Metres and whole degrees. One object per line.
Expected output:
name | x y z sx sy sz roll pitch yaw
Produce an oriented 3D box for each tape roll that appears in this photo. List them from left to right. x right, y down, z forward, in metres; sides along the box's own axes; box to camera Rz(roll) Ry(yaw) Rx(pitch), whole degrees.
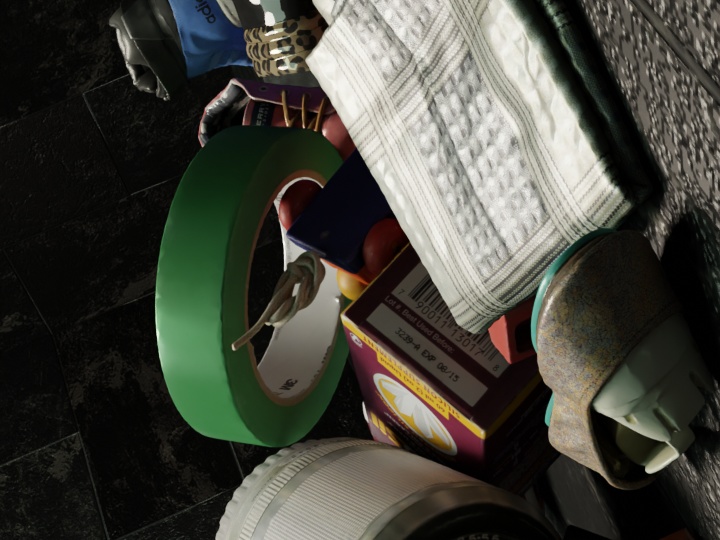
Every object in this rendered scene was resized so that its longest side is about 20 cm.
tape roll | -0.059 0.009 0.909 0.200 0.048 0.202 5 -90 -68

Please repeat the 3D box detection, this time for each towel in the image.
towel | 0.038 -0.083 0.645 0.201 0.034 0.193 64 159 10

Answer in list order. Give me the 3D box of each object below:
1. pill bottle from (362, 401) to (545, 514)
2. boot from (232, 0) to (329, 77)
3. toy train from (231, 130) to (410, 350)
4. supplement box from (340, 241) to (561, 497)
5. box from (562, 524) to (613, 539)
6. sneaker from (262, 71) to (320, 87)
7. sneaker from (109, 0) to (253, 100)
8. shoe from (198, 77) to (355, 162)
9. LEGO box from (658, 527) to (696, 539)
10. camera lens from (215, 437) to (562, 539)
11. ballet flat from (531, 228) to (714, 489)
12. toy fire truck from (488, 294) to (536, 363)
pill bottle | 0.068 0.130 1.149 0.114 0.114 0.201 -124 12 -67
boot | -0.061 -0.197 0.844 0.200 0.073 0.151 -143 31 -71
toy train | 0.000 0.000 0.875 0.084 0.200 0.116 25 157 34
supplement box | 0.063 0.070 0.874 0.110 0.086 0.200 39 163 21
box | 0.131 0.273 0.935 0.200 0.048 0.159 76 -146 -61
sneaker | -0.056 -0.221 1.188 0.202 0.067 0.108 54 -140 -14
sneaker | -0.110 -0.168 0.999 0.077 0.111 0.200 63 -172 2
shoe | -0.034 -0.095 0.988 0.200 0.090 0.072 6 90 57
LEGO box | 0.133 0.228 0.645 0.200 0.148 0.078 -122 11 -61
camera lens | 0.017 0.187 0.829 0.200 0.159 0.161 11 126 61
ballet flat | 0.115 0.046 0.605 0.067 0.068 0.200 44 172 23
toy fire truck | 0.057 -0.068 0.742 0.141 0.048 0.201 -121 12 -54
